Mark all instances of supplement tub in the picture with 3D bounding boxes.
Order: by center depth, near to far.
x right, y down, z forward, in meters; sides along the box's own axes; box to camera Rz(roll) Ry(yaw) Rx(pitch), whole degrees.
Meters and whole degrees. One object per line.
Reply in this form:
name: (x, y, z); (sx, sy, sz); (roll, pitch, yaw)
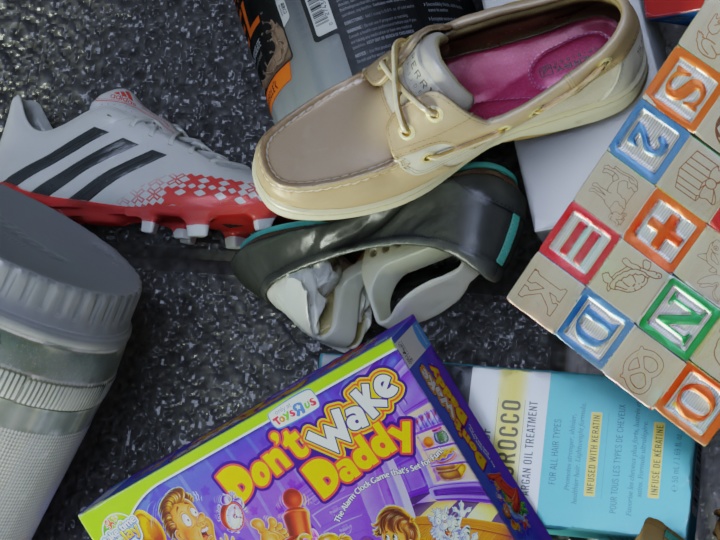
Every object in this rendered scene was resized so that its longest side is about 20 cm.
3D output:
supplement tub: (-0.006, -0.150, 1.010); (0.122, 0.123, 0.200); (-21, 73, 9)

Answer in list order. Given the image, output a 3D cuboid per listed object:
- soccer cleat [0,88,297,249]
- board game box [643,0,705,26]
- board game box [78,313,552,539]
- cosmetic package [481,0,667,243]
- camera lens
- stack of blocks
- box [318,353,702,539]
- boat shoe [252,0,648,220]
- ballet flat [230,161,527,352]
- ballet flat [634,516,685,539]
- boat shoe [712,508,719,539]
soccer cleat: (-0.116, -0.059, 1.048); (0.200, 0.069, 0.085); (3, 84, 20)
board game box: (0.223, -0.226, 0.872); (0.200, 0.056, 0.196); (-6, 89, 37)
board game box: (-0.025, 0.130, 0.945); (0.200, 0.045, 0.135); (-31, 93, 21)
cosmetic package: (0.117, -0.110, 0.978); (0.085, 0.108, 0.200); (-14, 73, 11)
camera lens: (-0.222, 0.063, 0.981); (0.160, 0.160, 0.200); (32, 102, 19)
stack of blocks: (0.172, -0.036, 0.847); (0.115, 0.059, 0.200); (37, 110, 14)
box: (0.075, 0.092, 0.973); (0.200, 0.049, 0.082); (3, 78, 15)
boat shoe: (0.039, -0.086, 0.885); (0.200, 0.069, 0.074); (-23, 66, -2)
ballet flat: (0.000, 0.000, 0.963); (0.200, 0.068, 0.068); (-20, 57, 44)
ballet flat: (0.086, 0.182, 0.918); (0.200, 0.069, 0.063); (-36, 97, 24)
boat shoe: (0.192, 0.135, 0.912); (0.091, 0.071, 0.200); (-24, 83, 9)
